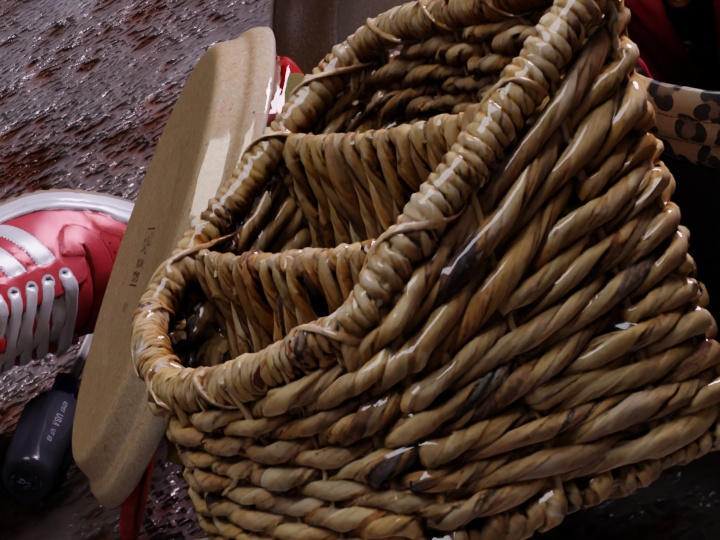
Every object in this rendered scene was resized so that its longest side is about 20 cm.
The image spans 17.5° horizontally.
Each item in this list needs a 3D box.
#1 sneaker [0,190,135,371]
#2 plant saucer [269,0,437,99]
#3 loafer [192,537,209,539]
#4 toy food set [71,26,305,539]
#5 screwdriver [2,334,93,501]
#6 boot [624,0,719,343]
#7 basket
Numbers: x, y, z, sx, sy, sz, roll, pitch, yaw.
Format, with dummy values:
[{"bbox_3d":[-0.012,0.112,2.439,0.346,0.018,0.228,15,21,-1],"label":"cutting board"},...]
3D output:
[{"bbox_3d":[-0.156,0.023,0.971,0.200,0.071,0.113,-5,31,-24],"label":"sneaker"},{"bbox_3d":[0.042,-0.097,0.976,0.200,0.201,0.032,-2,4,44],"label":"plant saucer"},{"bbox_3d":[-0.060,0.120,0.779,0.200,0.068,0.076,-29,25,0],"label":"loafer"},{"bbox_3d":[-0.063,0.003,0.903,0.200,0.049,0.198,140,147,-68],"label":"toy food set"},{"bbox_3d":[-0.130,0.042,1.052,0.029,0.028,0.200,4,27,0],"label":"screwdriver"},{"bbox_3d":[0.094,-0.030,0.769,0.073,0.151,0.200,-38,41,-23],"label":"boot"},{"bbox_3d":[0.000,0.000,0.714,0.142,0.149,0.200,-20,8,-20],"label":"basket"}]
